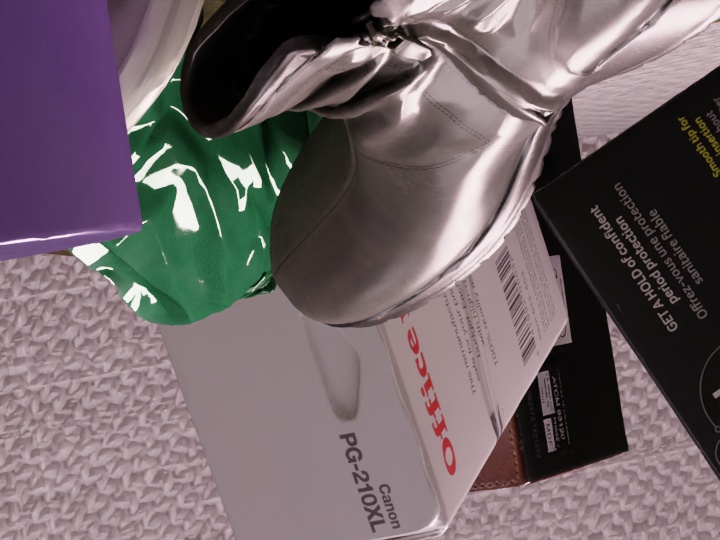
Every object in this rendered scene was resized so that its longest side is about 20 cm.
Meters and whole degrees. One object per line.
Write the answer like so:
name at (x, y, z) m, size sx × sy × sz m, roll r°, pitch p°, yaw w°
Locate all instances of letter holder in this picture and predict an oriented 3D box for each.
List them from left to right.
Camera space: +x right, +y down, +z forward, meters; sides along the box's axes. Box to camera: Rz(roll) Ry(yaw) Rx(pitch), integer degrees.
letter holder at (0.020, -0.004, 1.258) m, size 0.142 × 0.201 × 0.100 m, roll -9°, pitch -179°, yaw 31°

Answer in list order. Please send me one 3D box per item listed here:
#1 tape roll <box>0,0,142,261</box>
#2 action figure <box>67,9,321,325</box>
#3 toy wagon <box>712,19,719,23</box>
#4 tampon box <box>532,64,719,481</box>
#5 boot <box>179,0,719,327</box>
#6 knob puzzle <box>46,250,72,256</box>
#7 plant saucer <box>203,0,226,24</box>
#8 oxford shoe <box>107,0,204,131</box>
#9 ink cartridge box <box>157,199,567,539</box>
tape roll at (-0.147, -0.032, 0.552) m, size 0.199 × 0.085 × 0.200 m, roll -9°, pitch 180°, yaw 0°
action figure at (-0.052, -0.029, 0.847) m, size 0.118 × 0.055 × 0.200 m, roll -38°, pitch 160°, yaw -7°
toy wagon at (0.117, -0.099, 0.878) m, size 0.155 × 0.040 × 0.200 m, roll -9°, pitch 180°, yaw -37°
tampon box at (0.198, -0.026, 1.162) m, size 0.200 × 0.150 × 0.126 m, roll -34°, pitch 175°, yaw 10°
boot at (0.000, -0.050, 0.747) m, size 0.130 × 0.068 × 0.200 m, roll -7°, pitch 151°, yaw -43°
knob puzzle at (-0.113, -0.045, 1.136) m, size 0.219 × 0.031 × 0.220 m, roll 2°, pitch -164°, yaw 0°
plant saucer at (-0.140, -0.054, 0.941) m, size 0.199 × 0.048 × 0.200 m, roll -10°, pitch 180°, yaw -44°
oxford shoe at (-0.114, -0.051, 0.714) m, size 0.200 × 0.075 × 0.058 m, roll -11°, pitch 143°, yaw 45°
ink cartridge box at (0.000, 0.000, 1.055) m, size 0.084 × 0.145 × 0.200 m, roll -13°, pitch -164°, yaw 21°
